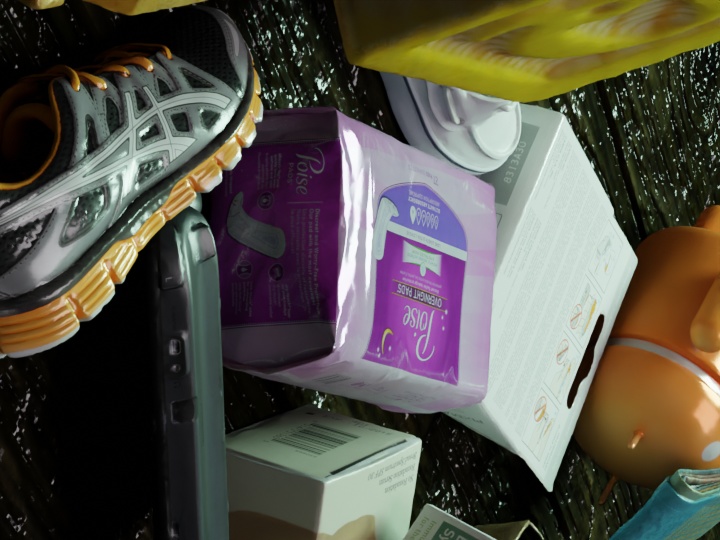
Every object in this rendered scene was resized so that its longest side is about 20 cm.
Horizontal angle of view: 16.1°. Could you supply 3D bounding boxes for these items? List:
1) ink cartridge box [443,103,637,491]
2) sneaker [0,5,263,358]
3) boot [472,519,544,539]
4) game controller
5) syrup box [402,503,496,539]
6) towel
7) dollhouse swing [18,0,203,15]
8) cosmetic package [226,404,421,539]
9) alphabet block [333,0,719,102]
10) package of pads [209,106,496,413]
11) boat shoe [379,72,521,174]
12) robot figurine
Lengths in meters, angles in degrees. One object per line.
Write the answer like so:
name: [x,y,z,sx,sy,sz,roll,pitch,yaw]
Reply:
ink cartridge box: [0.092,0.018,1.448,0.161,0.050,0.200,-67,156,-16]
sneaker: [-0.105,-0.053,1.010,0.077,0.078,0.200,61,39,-26]
boot: [0.041,0.198,1.380,0.074,0.075,0.200,54,41,-12]
game controller: [-0.083,0.049,1.101,0.104,0.042,0.200,-114,-159,-60]
syrup box: [0.070,0.202,1.286,0.079,0.081,0.200,-55,147,-14]
towel: [0.149,0.183,1.542,0.200,0.022,0.147,-42,161,21]
dollhouse swing: [-0.080,-0.216,0.882,0.200,0.182,0.176,-20,141,-57]
cosmetic package: [-0.035,0.177,1.254,0.105,0.071,0.200,-19,120,-59]
alphabet block: [0.095,-0.200,1.100,0.195,0.196,0.200,1,73,-61]
package of pads: [0.000,0.000,1.208,0.200,0.076,0.121,19,70,-64]
boat shoe: [0.053,-0.103,1.284,0.074,0.065,0.200,-67,152,-15]
robot figurine: [0.199,0.055,1.587,0.117,0.144,0.200,54,53,-29]
